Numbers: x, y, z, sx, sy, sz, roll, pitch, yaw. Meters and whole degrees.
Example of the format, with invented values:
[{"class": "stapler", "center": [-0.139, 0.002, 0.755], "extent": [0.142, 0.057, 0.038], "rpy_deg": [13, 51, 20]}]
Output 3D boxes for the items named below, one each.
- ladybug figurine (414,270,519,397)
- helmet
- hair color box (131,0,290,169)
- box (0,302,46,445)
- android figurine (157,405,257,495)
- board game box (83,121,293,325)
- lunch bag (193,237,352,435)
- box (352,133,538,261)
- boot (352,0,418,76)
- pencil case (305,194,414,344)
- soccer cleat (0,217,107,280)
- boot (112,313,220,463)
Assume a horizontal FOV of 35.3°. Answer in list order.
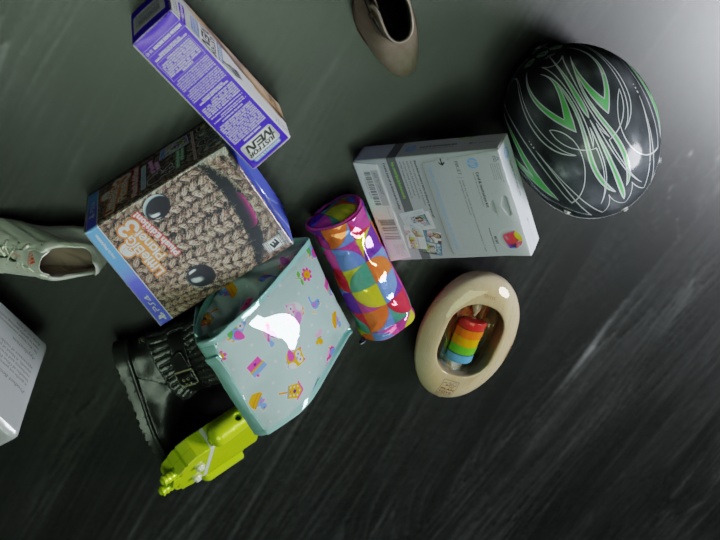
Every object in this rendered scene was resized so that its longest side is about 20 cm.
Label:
[{"class": "ladybug figurine", "center": [0.139, 0.083, 1.544], "extent": [0.134, 0.072, 0.201], "rpy_deg": [16, 114, -20]}, {"class": "helmet", "center": [0.266, -0.168, 1.356], "extent": [0.197, 0.191, 0.202], "rpy_deg": [-4, 120, -8]}, {"class": "hair color box", "center": [-0.171, -0.221, 1.289], "extent": [0.065, 0.110, 0.200], "rpy_deg": [-37, 120, 9]}, {"class": "box", "center": [-0.529, 0.124, 1.363], "extent": [0.199, 0.172, 0.199], "rpy_deg": [-29, 121, 18]}, {"class": "android figurine", "center": [-0.188, 0.232, 1.515], "extent": [0.199, 0.041, 0.182], "rpy_deg": [-33, 165, -28]}, {"class": "board game box", "center": [-0.209, -0.061, 1.380], "extent": [0.199, 0.097, 0.160], "rpy_deg": [-31, 120, 7]}, {"class": "lunch bag", "center": [-0.118, 0.083, 1.417], "extent": [0.121, 0.201, 0.171], "rpy_deg": [1, 131, 36]}, {"class": "box", "center": [0.106, -0.087, 1.401], "extent": [0.198, 0.041, 0.157], "rpy_deg": [-2, 127, 32]}, {"class": "boot", "center": [0.032, -0.286, 1.271], "extent": [0.070, 0.147, 0.201], "rpy_deg": [-26, 121, 2]}, {"class": "pencil case", "center": [0.000, 0.000, 1.465], "extent": [0.088, 0.089, 0.201], "rpy_deg": [-22, 120, 2]}, {"class": "soccer cleat", "center": [-0.405, -0.023, 1.370], "extent": [0.197, 0.078, 0.070], "rpy_deg": [-1, 120, -4]}, {"class": "boot", "center": [-0.225, 0.158, 1.511], "extent": [0.156, 0.080, 0.213], "rpy_deg": [-17, 121, -1]}]
